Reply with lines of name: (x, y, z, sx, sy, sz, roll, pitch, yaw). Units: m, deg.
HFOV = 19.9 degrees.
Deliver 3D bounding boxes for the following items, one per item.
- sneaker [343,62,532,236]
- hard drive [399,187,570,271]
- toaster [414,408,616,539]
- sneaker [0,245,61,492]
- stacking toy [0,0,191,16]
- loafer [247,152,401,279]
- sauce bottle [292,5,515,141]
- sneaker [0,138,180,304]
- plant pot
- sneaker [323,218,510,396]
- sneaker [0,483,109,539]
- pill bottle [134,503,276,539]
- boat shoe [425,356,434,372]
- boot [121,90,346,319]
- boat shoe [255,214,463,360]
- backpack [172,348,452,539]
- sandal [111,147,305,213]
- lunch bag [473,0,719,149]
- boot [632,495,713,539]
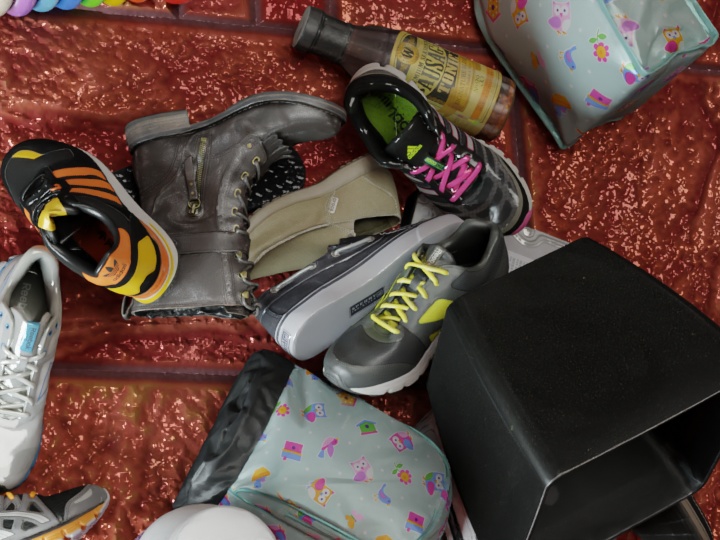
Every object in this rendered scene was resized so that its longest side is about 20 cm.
sneaker: (0.058, -0.098, 1.731, 0.200, 0.087, 0.074, 44, 107, 8)
hard drive: (0.121, 0.024, 1.789, 0.199, 0.038, 0.140, 22, 66, -13)
toaster: (0.123, 0.182, 1.693, 0.129, 0.114, 0.201, -12, 75, -20)
sneaker: (-0.271, 0.071, 1.599, 0.075, 0.087, 0.201, 11, 70, -18)
stacking toy: (-0.225, -0.254, 1.743, 0.199, 0.085, 0.086, -1, 72, -28)
loafer: (-0.040, -0.032, 1.726, 0.200, 0.076, 0.068, -33, 79, -27)
sauce bottle: (0.037, -0.176, 1.813, 0.199, 0.066, 0.066, 20, 66, -13)
sneaker: (-0.229, -0.050, 1.612, 0.200, 0.090, 0.070, 39, 100, 31)
plant pot: (0.158, 0.098, 1.578, 0.200, 0.200, 0.178, -26, 63, -21)
sneaker: (0.043, 0.023, 1.643, 0.074, 0.085, 0.200, 29, 49, 33)
sneaker: (-0.285, 0.199, 1.556, 0.199, 0.078, 0.077, -20, 75, -24)
pill bottle: (-0.126, 0.237, 1.530, 0.112, 0.200, 0.113, 6, 69, -17)
boat shoe: (0.140, 0.038, 1.729, 0.199, 0.073, 0.063, -8, 68, -19)
boot: (-0.100, -0.045, 1.649, 0.199, 0.069, 0.175, -10, 73, 5)
boat shoe: (0.000, 0.000, 1.685, 0.200, 0.072, 0.068, -33, 56, -25)
backpack: (-0.029, 0.169, 1.628, 0.200, 0.127, 0.167, 29, 66, -4)
sandal: (-0.139, -0.058, 1.717, 0.199, 0.045, 0.075, -15, 76, -27)
lunch bag: (0.197, -0.238, 1.835, 0.122, 0.170, 0.200, -26, 80, -32)
boot: (0.266, 0.139, 1.779, 0.200, 0.073, 0.151, 52, 51, -13)
